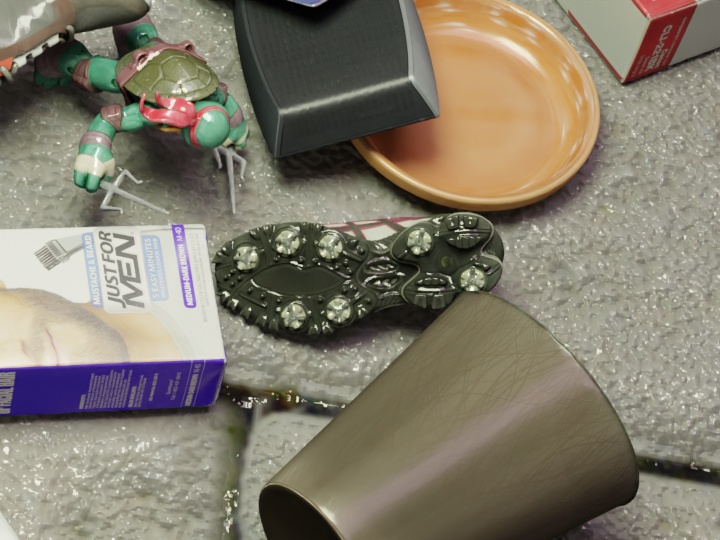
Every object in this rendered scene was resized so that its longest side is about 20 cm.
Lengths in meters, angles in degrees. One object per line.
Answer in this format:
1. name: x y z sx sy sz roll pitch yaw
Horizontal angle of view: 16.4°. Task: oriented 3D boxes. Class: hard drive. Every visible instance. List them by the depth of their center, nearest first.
1. hard drive: -0.023 -0.172 1.804 0.135 0.042 0.200 -14 46 0

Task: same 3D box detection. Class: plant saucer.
1. plant saucer: 0.075 -0.121 1.839 0.200 0.037 0.200 7 54 -10

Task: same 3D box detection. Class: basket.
1. basket: 0.047 0.133 1.600 0.200 0.136 0.180 -34 65 -27

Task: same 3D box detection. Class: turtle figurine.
1. turtle figurine: -0.138 -0.113 1.729 0.150 0.101 0.200 -4 33 -37

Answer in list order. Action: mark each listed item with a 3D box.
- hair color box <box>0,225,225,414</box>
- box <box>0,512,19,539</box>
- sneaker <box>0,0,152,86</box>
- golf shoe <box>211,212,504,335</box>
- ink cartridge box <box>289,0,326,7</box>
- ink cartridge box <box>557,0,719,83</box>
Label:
1. hair color box: -0.196 0.032 1.640 0.200 0.065 0.109 -3 57 -14
2. box: -0.329 0.173 1.491 0.200 0.106 0.152 -26 66 -28
3. sneaker: -0.238 -0.159 1.704 0.200 0.077 0.082 -6 78 -14
4. golf shoe: 0.000 0.000 1.722 0.200 0.088 0.077 -3 96 5
5. ink cartridge box: -0.040 -0.272 1.855 0.200 0.043 0.196 18 44 42
6. ink cartridge box: 0.252 -0.249 1.942 0.200 0.084 0.144 -22 63 -25
